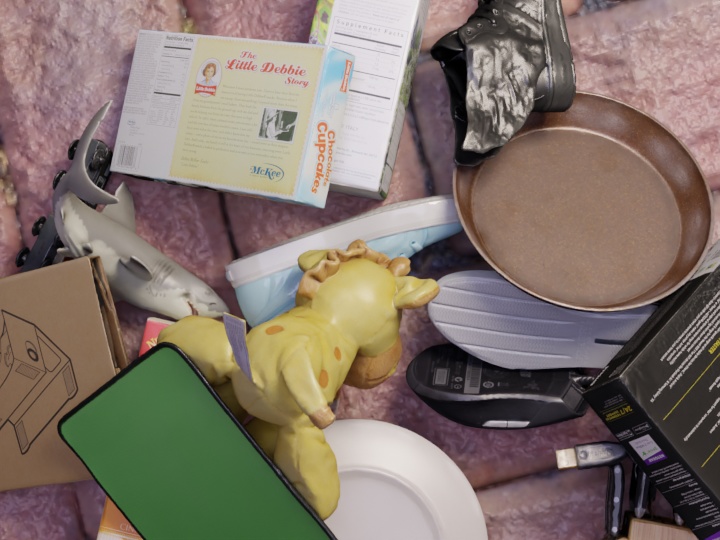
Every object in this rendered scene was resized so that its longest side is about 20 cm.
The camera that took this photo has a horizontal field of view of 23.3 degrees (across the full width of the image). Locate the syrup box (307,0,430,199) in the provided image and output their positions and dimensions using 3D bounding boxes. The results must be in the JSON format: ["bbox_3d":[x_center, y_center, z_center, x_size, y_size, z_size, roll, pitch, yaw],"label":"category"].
[{"bbox_3d":[0.001,-0.161,1.345,0.081,0.079,0.201,12,89,5],"label":"syrup box"}]

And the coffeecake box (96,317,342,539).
[{"bbox_3d":[-0.108,0.151,1.344,0.153,0.073,0.201,12,88,5],"label":"coffeecake box"}]

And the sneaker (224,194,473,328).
[{"bbox_3d":[0.000,0.000,1.349,0.199,0.074,0.082,-18,95,12],"label":"sneaker"}]

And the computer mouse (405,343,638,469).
[{"bbox_3d":[0.134,0.111,1.307,0.199,0.141,0.046,0,123,2],"label":"computer mouse"}]

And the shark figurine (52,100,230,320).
[{"bbox_3d":[-0.192,-0.042,1.329,0.128,0.215,0.090,0,56,25],"label":"shark figurine"}]

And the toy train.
[{"bbox_3d":[-0.246,-0.011,1.377,0.034,0.046,0.200,25,89,22],"label":"toy train"}]

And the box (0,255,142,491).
[{"bbox_3d":[-0.257,0.084,1.331,0.199,0.021,0.164,-11,95,33],"label":"box"}]

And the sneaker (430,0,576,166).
[{"bbox_3d":[0.101,-0.180,1.320,0.104,0.060,0.200,-7,75,-18],"label":"sneaker"}]

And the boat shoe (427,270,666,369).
[{"bbox_3d":[0.149,0.035,1.333,0.199,0.071,0.072,11,114,-2],"label":"boat shoe"}]

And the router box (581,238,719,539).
[{"bbox_3d":[0.270,0.081,1.265,0.149,0.051,0.200,51,56,-4],"label":"router box"}]

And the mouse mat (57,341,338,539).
[{"bbox_3d":[-0.118,0.157,1.248,0.161,0.008,0.200,-35,94,40],"label":"mouse mat"}]

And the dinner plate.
[{"bbox_3d":[-0.003,0.211,1.293,0.199,0.024,0.201,0,90,-1],"label":"dinner plate"}]

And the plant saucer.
[{"bbox_3d":[0.165,-0.048,1.312,0.200,0.035,0.201,4,57,-7],"label":"plant saucer"}]

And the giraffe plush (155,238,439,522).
[{"bbox_3d":[-0.035,0.054,1.244,0.172,0.200,0.162,37,55,18],"label":"giraffe plush"}]

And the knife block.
[{"bbox_3d":[0.243,0.223,1.318,0.175,0.064,0.200,-36,85,3],"label":"knife block"}]

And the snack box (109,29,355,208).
[{"bbox_3d":[-0.100,-0.118,1.322,0.200,0.037,0.117,11,88,38],"label":"snack box"}]
